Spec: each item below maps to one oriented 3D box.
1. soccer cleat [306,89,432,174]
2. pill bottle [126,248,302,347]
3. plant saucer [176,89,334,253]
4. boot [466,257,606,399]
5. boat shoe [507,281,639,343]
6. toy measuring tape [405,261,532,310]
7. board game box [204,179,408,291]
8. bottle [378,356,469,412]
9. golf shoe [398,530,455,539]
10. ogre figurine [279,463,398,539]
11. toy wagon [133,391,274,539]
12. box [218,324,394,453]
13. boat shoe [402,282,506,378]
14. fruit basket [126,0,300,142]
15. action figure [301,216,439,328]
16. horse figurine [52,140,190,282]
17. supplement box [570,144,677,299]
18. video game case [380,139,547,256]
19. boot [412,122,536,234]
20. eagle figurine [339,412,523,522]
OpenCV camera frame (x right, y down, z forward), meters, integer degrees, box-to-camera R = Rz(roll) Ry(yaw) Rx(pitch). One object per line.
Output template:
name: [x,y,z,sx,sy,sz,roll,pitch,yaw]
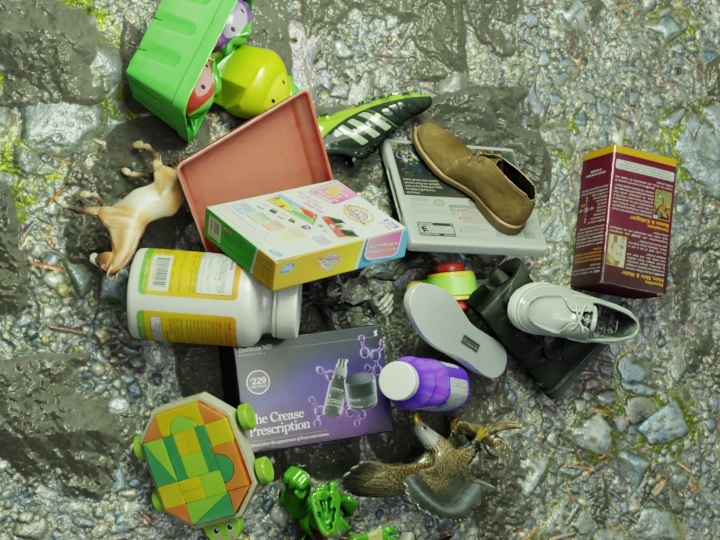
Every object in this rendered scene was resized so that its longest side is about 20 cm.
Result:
soccer cleat: [0.007,-0.185,1.621,0.200,0.068,0.081,-20,98,-15]
pill bottle: [-0.173,0.035,1.470,0.200,0.111,0.111,4,83,2]
plant saucer: [-0.130,-0.105,1.526,0.200,0.037,0.200,-35,133,-22]
boot: [0.251,0.054,1.661,0.200,0.066,0.165,47,69,-27]
boat shoe: [0.286,0.058,1.601,0.200,0.071,0.070,9,91,-33]
toy measuring tape: [0.157,0.021,1.654,0.200,0.074,0.074,-3,86,-21]
board game box: [-0.065,-0.047,1.481,0.200,0.153,0.040,-15,126,-35]
bottle: [0.078,0.145,1.545,0.083,0.200,0.065,-6,80,19]
golf shoe: [0.130,0.403,1.609,0.200,0.078,0.097,20,72,-19]
ogre figurine: [-0.036,0.321,1.526,0.200,0.120,0.098,29,72,-18]
toy wagon: [-0.184,0.251,1.474,0.155,0.040,0.200,-18,92,15]
box: [-0.069,0.150,1.552,0.200,0.079,0.141,-7,85,-21]
boat shoe: [0.115,0.082,1.607,0.200,0.057,0.069,41,71,-33]
fruit basket: [-0.165,-0.255,1.524,0.215,0.156,0.216,1,78,-5]
action figure: [0.000,0.000,1.579,0.200,0.102,0.119,-29,103,-23]
horse figurine: [-0.271,-0.086,1.474,0.132,0.050,0.200,34,56,28]
supplement box: [0.375,-0.066,1.736,0.110,0.086,0.200,10,81,-20]
video game case: [0.137,-0.098,1.634,0.200,0.023,0.182,2,52,-21]
boot: [0.154,-0.141,1.611,0.200,0.076,0.074,43,51,16]
eagle figurine: [0.092,0.256,1.566,0.151,0.152,0.200,41,53,12]
